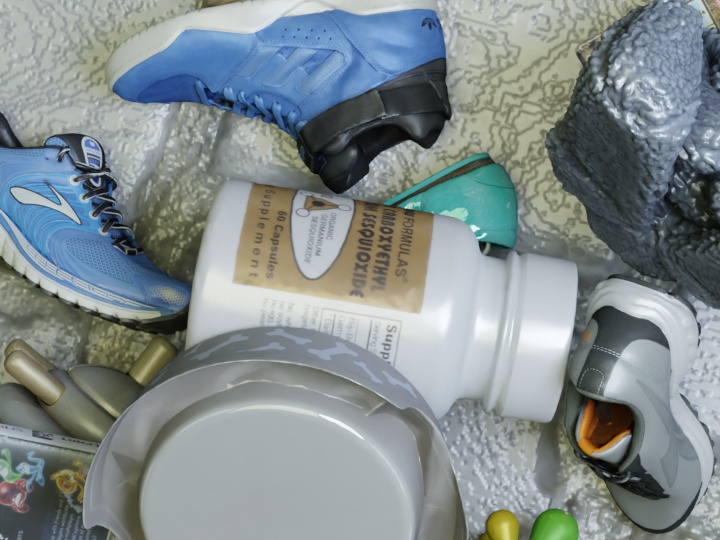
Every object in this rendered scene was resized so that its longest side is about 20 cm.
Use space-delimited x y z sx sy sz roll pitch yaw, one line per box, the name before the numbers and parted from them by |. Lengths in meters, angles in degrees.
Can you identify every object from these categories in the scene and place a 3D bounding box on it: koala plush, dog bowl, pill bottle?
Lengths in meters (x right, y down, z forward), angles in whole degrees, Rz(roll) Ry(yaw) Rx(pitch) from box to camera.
koala plush | 0.208 -0.092 1.063 0.177 0.184 0.200 41 77 -3
dog bowl | -0.042 0.118 1.105 0.199 0.059 0.201 3 119 5
pill bottle | 0.012 0.022 1.145 0.199 0.114 0.115 10 93 0

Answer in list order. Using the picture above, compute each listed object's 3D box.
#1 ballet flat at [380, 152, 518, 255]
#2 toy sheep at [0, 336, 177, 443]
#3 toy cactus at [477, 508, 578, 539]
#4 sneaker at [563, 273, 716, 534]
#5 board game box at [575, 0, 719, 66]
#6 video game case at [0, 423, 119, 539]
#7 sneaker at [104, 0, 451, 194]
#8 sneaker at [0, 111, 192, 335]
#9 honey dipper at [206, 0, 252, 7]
ballet flat | 0.000 0.000 1.224 0.199 0.067 0.071 -23 78 8
toy sheep | -0.177 0.117 1.231 0.138 0.138 0.200 40 92 6
toy cactus | 0.045 0.207 1.168 0.199 0.165 0.103 -19 115 -11
sneaker | 0.143 0.087 1.155 0.074 0.200 0.079 20 60 28
board game box | 0.244 -0.098 1.168 0.199 0.097 0.160 -28 87 9
video game case | -0.163 0.190 1.176 0.181 0.023 0.201 13 104 -12
sneaker | -0.046 -0.096 1.226 0.199 0.077 0.112 -11 81 3
sneaker | -0.170 -0.033 1.243 0.200 0.079 0.089 33 91 17
honey dipper | -0.101 -0.244 1.255 0.038 0.038 0.201 -19 85 9
